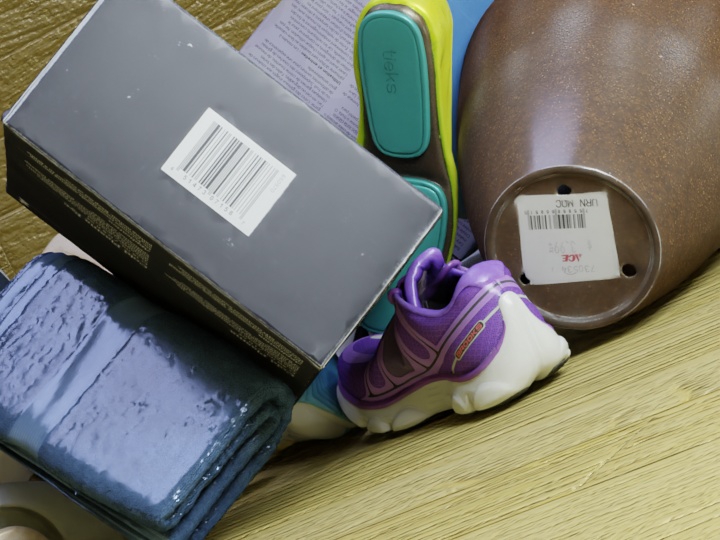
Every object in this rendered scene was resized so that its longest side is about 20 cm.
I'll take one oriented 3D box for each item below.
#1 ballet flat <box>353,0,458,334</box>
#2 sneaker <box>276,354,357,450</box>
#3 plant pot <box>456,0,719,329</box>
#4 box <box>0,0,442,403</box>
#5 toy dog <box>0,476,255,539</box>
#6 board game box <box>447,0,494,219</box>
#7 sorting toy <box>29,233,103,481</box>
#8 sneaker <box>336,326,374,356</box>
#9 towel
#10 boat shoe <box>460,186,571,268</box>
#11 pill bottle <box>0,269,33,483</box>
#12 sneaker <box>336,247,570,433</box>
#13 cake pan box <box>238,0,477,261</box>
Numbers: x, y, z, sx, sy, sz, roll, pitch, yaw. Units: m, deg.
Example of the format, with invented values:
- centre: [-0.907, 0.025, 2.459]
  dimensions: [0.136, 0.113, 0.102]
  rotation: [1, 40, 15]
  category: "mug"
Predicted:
- centre: [0.028, -0.064, 1.639]
  dimensions: [0.067, 0.200, 0.067]
  rotation: [9, 26, 17]
  category: "ballet flat"
- centre: [-0.046, 0.073, 1.712]
  dimensions: [0.081, 0.077, 0.200]
  rotation: [-31, -4, 1]
  category: "sneaker"
- centre: [0.127, -0.054, 1.610]
  dimensions: [0.187, 0.187, 0.200]
  rotation: [-24, 17, 23]
  category: "plant pot"
- centre: [-0.076, -0.037, 1.531]
  dimensions: [0.104, 0.200, 0.182]
  rotation: [-52, 0, -12]
  category: "box"
- centre: [-0.158, 0.116, 1.630]
  dimensions: [0.132, 0.097, 0.200]
  rotation: [-22, 6, 42]
  category: "toy dog"
- centre: [0.079, -0.129, 1.747]
  dimensions: [0.200, 0.158, 0.039]
  rotation: [-53, 41, -3]
  category: "board game box"
- centre: [-0.175, 0.063, 1.811]
  dimensions: [0.185, 0.037, 0.200]
  rotation: [19, 63, 41]
  category: "sorting toy"
- centre: [-0.040, 0.020, 1.894]
  dimensions: [0.074, 0.080, 0.200]
  rotation: [-29, 31, 6]
  category: "sneaker"
- centre: [-0.128, 0.066, 1.553]
  dimensions: [0.200, 0.049, 0.112]
  rotation: [28, 72, 41]
  category: "towel"
- centre: [0.126, -0.022, 1.781]
  dimensions: [0.200, 0.072, 0.071]
  rotation: [-27, 8, 24]
  category: "boat shoe"
- centre: [-0.250, 0.051, 1.745]
  dimensions: [0.119, 0.120, 0.200]
  rotation: [-26, 27, 0]
  category: "pill bottle"
- centre: [0.042, 0.030, 1.571]
  dimensions: [0.081, 0.084, 0.200]
  rotation: [-28, 3, -27]
  category: "sneaker"
- centre: [0.042, -0.134, 1.824]
  dimensions: [0.184, 0.200, 0.052]
  rotation: [-53, -5, 3]
  category: "cake pan box"
